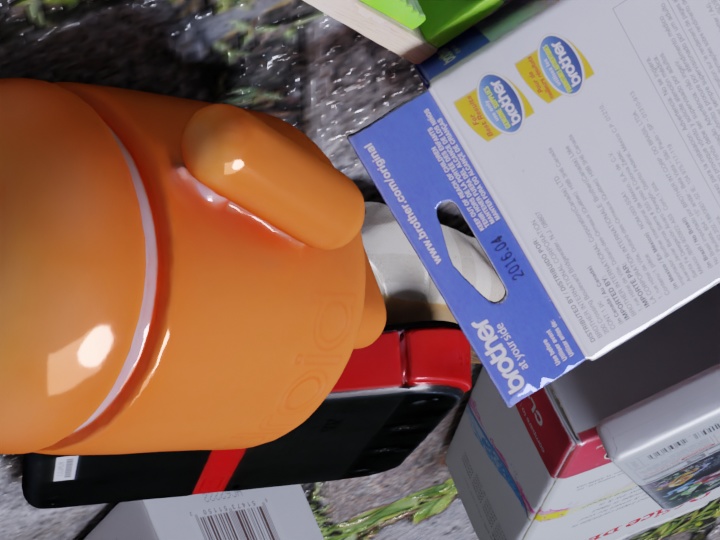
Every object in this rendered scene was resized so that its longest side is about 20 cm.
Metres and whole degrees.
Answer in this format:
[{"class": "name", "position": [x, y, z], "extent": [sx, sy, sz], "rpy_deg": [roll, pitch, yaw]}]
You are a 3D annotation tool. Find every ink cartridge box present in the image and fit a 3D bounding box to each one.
[{"class": "ink cartridge box", "position": [0.105, -0.055, 0.753], "extent": [0.199, 0.120, 0.042], "rpy_deg": [-33, -161, 0]}, {"class": "ink cartridge box", "position": [0.135, 0.071, 1.129], "extent": [0.145, 0.083, 0.200], "rpy_deg": [-19, 158, -17]}]

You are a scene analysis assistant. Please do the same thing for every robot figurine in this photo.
[{"class": "robot figurine", "position": [-0.076, -0.001, 0.691], "extent": [0.143, 0.118, 0.199], "rpy_deg": [15, -173, 39]}]

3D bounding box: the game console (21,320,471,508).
[{"class": "game console", "position": [-0.052, 0.062, 0.905], "extent": [0.175, 0.031, 0.200], "rpy_deg": [-4, 165, -10]}]

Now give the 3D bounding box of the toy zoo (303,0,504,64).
[{"class": "toy zoo", "position": [0.064, -0.139, 0.657], "extent": [0.199, 0.021, 0.131], "rpy_deg": [-33, 157, 18]}]

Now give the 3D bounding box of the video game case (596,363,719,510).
[{"class": "video game case", "position": [0.213, 0.049, 1.002], "extent": [0.199, 0.024, 0.182], "rpy_deg": [-27, 161, 8]}]

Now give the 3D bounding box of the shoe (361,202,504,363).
[{"class": "shoe", "position": [0.000, 0.000, 0.877], "extent": [0.069, 0.054, 0.199], "rpy_deg": [-4, 169, 36]}]

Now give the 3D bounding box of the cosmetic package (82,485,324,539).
[{"class": "cosmetic package", "position": [-0.110, 0.180, 1.124], "extent": [0.101, 0.072, 0.200], "rpy_deg": [-5, 150, -42]}]
